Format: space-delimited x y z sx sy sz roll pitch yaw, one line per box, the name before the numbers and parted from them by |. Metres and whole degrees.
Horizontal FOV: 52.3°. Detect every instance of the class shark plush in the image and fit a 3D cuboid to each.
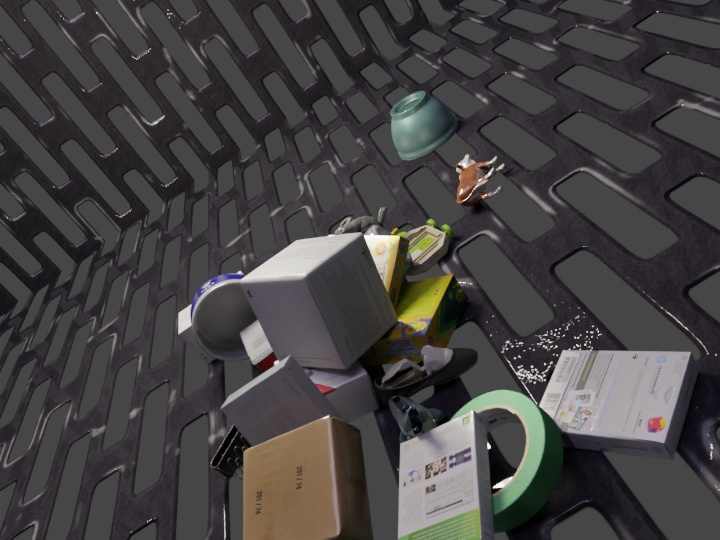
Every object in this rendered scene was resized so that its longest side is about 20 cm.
shark plush | 0.071 0.236 1.174 0.091 0.083 0.200 -41 -10 6

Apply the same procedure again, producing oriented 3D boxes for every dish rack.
dish rack | -0.179 0.333 1.416 0.200 0.055 0.154 -11 37 38

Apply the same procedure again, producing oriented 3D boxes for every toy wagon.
toy wagon | 0.123 -0.055 1.702 0.155 0.040 0.200 -40 27 -10

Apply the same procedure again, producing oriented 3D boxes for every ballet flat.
ballet flat | 0.111 0.179 1.311 0.200 0.068 0.068 -30 26 10

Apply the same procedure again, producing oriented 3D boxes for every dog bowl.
dog bowl | -0.303 0.111 1.749 0.200 0.200 0.079 -38 25 -5

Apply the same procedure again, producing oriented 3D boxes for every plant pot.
plant pot | 0.170 -0.439 2.153 0.200 0.134 0.200 -27 28 16

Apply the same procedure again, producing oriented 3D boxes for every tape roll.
tape roll | 0.191 0.270 1.053 0.200 0.048 0.201 -36 32 27

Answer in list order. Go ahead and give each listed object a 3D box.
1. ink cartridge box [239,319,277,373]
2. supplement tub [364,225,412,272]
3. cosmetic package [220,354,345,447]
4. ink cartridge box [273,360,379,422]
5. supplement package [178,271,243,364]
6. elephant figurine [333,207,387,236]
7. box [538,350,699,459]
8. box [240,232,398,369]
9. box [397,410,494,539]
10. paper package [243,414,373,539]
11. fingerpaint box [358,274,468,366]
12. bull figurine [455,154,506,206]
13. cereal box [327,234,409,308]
ink cartridge box | -0.159 0.144 1.659 0.200 0.084 0.176 -37 27 -2
supplement tub | 0.008 0.011 1.602 0.200 0.122 0.123 -47 24 17
cosmetic package | -0.120 0.267 1.270 0.151 0.200 0.052 -34 10 22
ink cartridge box | -0.070 0.217 1.401 0.147 0.086 0.200 -24 24 -12
supplement package | -0.349 0.119 1.875 0.200 0.120 0.121 -34 26 2
elephant figurine | -0.023 -0.063 1.797 0.155 0.142 0.200 -11 0 -17
box | 0.361 0.184 1.050 0.200 0.041 0.156 -7 40 45
box | -0.076 0.057 1.386 0.199 0.200 0.171 -4 26 45
box | 0.116 0.310 1.029 0.144 0.036 0.200 -32 32 31
paper package | -0.087 0.359 1.157 0.190 0.103 0.200 -26 49 20
fingerpaint box | 0.092 0.102 1.451 0.200 0.073 0.167 -12 35 39
bull figurine | 0.280 -0.221 1.754 0.121 0.065 0.200 -24 30 29
cereal box | 0.000 0.000 1.504 0.200 0.039 0.144 4 77 42
